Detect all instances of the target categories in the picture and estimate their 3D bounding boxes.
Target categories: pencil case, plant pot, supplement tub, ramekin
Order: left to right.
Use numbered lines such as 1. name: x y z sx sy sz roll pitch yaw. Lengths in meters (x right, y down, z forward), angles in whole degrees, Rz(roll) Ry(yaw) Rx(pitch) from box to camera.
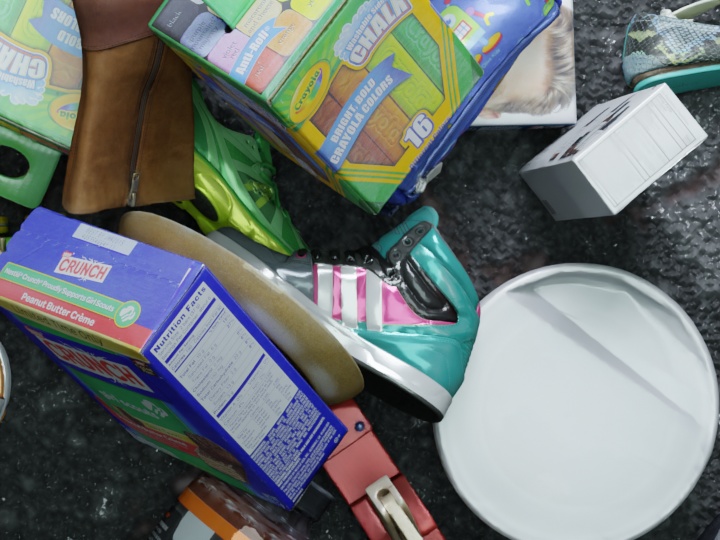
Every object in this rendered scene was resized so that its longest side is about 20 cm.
1. supplement tub: -0.105 0.215 1.594 0.107 0.107 0.200 37 87 -5
2. plant pot: -0.087 0.033 1.549 0.200 0.200 0.028 36 74 -5
3. pencil case: 0.056 -0.133 1.564 0.087 0.078 0.200 38 88 23
4. ramekin: 0.146 0.095 1.627 0.202 0.094 0.203 0 90 -5

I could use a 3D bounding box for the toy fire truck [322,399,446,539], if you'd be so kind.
1. toy fire truck: 0.025 0.172 1.590 0.049 0.141 0.200 -34 93 -5

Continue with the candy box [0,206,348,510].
1. candy box: -0.128 0.058 1.515 0.077 0.169 0.200 -55 135 -17

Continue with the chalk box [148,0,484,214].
1. chalk box: -0.035 -0.150 1.448 0.124 0.200 0.125 35 85 36

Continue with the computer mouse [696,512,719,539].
1. computer mouse: 0.276 0.234 1.665 0.138 0.053 0.200 40 75 -6

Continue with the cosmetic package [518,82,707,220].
1. cosmetic package: 0.168 -0.080 1.576 0.082 0.200 0.051 -38 94 -5

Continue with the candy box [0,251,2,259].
1. candy box: -0.311 -0.069 1.540 0.055 0.115 0.200 -35 74 -7

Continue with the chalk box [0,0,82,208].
1. chalk box: -0.211 -0.145 1.575 0.125 0.124 0.201 23 87 -5

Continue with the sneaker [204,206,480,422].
1. sneaker: 0.000 0.000 1.550 0.200 0.084 0.121 33 73 -2

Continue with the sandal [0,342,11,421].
1. sandal: -0.301 0.132 1.597 0.079 0.059 0.207 20 88 -6

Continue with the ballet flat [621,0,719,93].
1. ballet flat: 0.286 -0.168 1.658 0.199 0.074 0.075 -4 90 -9

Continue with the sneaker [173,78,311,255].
1. sneaker: -0.078 -0.053 1.610 0.200 0.074 0.084 51 58 -17

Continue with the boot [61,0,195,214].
1. boot: -0.108 -0.139 1.509 0.188 0.068 0.201 -16 117 -42

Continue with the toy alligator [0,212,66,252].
1. toy alligator: -0.211 -0.011 1.609 0.199 0.054 0.060 -4 91 -6

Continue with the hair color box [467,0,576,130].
1. hair color box: 0.050 -0.149 1.634 0.199 0.061 0.100 -2 91 -7
